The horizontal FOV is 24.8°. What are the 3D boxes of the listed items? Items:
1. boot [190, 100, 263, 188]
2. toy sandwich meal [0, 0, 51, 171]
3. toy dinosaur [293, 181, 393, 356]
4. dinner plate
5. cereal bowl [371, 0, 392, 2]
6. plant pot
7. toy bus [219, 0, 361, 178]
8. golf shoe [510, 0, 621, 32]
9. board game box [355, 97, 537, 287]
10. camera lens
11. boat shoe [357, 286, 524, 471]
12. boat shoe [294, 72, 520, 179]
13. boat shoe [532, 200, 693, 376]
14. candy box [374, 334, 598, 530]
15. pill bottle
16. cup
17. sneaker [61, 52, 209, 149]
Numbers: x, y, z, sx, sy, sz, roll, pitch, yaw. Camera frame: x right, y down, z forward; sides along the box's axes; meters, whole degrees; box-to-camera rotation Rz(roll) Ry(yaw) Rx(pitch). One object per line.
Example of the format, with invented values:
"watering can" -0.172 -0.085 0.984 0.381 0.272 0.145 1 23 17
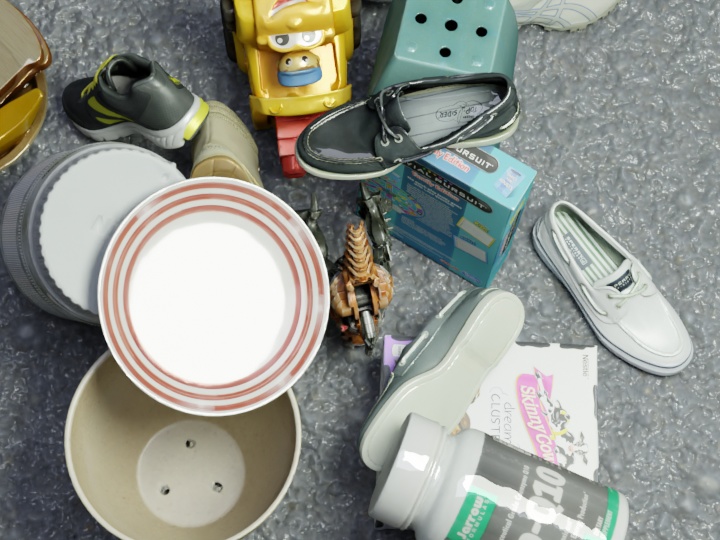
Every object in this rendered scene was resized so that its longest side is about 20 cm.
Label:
"boot" -0.114 -0.048 1.547 0.072 0.201 0.156 -19 29 3
"toy sandwich meal" -0.394 -0.180 1.594 0.204 0.070 0.206 1 69 -3
"toy dinosaur" 0.000 0.000 1.474 0.102 0.200 0.136 -4 66 -25
"dinner plate" -0.124 0.022 1.379 0.199 0.024 0.202 2 85 -17
"cereal bowl" 0.026 -0.359 1.677 0.199 0.083 0.201 1 69 -2
"plant pot" 0.078 -0.185 1.551 0.140 0.200 0.142 13 68 2
"toy bus" -0.061 -0.190 1.552 0.135 0.200 0.193 -5 83 -3
"golf shoe" 0.189 -0.288 1.652 0.199 0.097 0.079 -19 69 -11
"board game box" 0.074 -0.071 1.507 0.150 0.200 0.047 31 70 8
"camera lens" -0.233 -0.032 1.464 0.159 0.200 0.161 0 91 -20
"boat shoe" 0.063 0.093 1.455 0.200 0.073 0.062 -49 34 -10
"boat shoe" 0.041 -0.128 1.384 0.198 0.066 0.075 -7 70 -5
"boat shoe" 0.238 0.018 1.553 0.074 0.067 0.200 -42 77 -16
"candy box" 0.115 0.152 1.493 0.199 0.072 0.169 3 69 -1
"pill bottle" 0.114 0.202 1.375 0.199 0.113 0.114 23 70 -1
"cup" -0.152 0.164 1.437 0.199 0.143 0.202 1 68 -2
"sneaker" -0.224 -0.173 1.552 0.199 0.085 0.075 10 57 44
